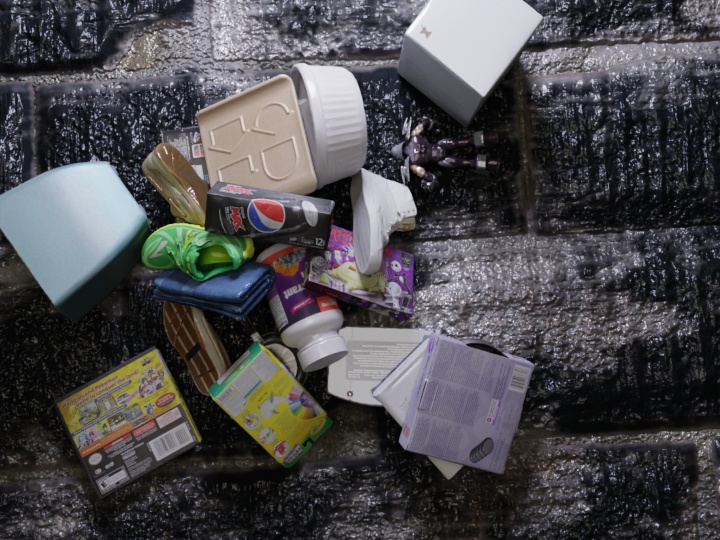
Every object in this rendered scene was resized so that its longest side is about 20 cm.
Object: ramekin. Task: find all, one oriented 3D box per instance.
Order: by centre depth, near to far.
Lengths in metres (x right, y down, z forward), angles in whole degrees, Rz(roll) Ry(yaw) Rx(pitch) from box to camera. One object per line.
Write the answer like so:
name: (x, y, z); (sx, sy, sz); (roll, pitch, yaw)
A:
ramekin: (-0.054, -0.243, 1.493); (0.092, 0.202, 0.207); (-11, 85, -13)

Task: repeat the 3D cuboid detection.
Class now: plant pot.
plant pot: (-0.454, -0.064, 1.468); (0.199, 0.196, 0.198); (-37, 87, -13)

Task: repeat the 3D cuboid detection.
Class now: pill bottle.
pill bottle: (-0.093, 0.057, 1.486); (0.109, 0.112, 0.204); (-22, 76, -3)

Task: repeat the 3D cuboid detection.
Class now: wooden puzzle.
wooden puzzle: (-0.168, -0.195, 1.482); (0.182, 0.046, 0.204); (-20, 76, 16)

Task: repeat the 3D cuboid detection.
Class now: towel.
towel: (-0.238, 0.021, 1.463); (0.196, 0.049, 0.112); (8, 38, 34)

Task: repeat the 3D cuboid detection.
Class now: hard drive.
hard drive: (0.130, 0.232, 1.505); (0.132, 0.027, 0.201); (-42, 104, -5)

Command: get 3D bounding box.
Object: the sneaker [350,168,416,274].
sneaker: (0.047, -0.076, 1.500); (0.113, 0.074, 0.204); (14, 54, -23)

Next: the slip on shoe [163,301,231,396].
slip on shoe: (-0.269, 0.118, 1.520); (0.076, 0.060, 0.202); (-41, 68, 21)

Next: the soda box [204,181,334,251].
soda box: (-0.142, -0.086, 1.413); (0.195, 0.071, 0.065); (9, 112, 1)

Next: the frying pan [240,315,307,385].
frying pan: (-0.153, 0.126, 1.537); (0.112, 0.031, 0.195); (-13, 88, -4)

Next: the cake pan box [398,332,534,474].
cake pan box: (0.175, 0.215, 1.474); (0.180, 0.052, 0.205); (14, 94, -17)

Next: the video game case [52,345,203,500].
video game case: (-0.391, 0.255, 1.519); (0.197, 0.026, 0.184); (-28, 86, -3)

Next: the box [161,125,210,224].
box: (-0.230, -0.153, 1.548); (0.193, 0.050, 0.205); (-10, 85, -3)

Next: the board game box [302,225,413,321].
board game box: (0.000, 0.000, 1.489); (0.196, 0.032, 0.122); (19, 51, -24)

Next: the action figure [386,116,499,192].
action figure: (0.142, -0.201, 1.557); (0.195, 0.069, 0.134); (2, 92, 2)

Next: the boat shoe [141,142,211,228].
boat shoe: (-0.282, -0.116, 1.494); (0.064, 0.071, 0.201); (-35, 96, 31)

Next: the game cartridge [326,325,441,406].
game cartridge: (0.040, 0.163, 1.534); (0.195, 0.040, 0.137); (3, 81, -1)

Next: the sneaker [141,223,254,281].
sneaker: (-0.269, -0.029, 1.438); (0.195, 0.084, 0.076); (-4, 118, 18)

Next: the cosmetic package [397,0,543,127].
cosmetic package: (0.175, -0.374, 1.504); (0.165, 0.200, 0.168); (38, 86, 2)

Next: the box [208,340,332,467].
box: (-0.143, 0.225, 1.485); (0.117, 0.048, 0.201); (-43, 116, -6)
